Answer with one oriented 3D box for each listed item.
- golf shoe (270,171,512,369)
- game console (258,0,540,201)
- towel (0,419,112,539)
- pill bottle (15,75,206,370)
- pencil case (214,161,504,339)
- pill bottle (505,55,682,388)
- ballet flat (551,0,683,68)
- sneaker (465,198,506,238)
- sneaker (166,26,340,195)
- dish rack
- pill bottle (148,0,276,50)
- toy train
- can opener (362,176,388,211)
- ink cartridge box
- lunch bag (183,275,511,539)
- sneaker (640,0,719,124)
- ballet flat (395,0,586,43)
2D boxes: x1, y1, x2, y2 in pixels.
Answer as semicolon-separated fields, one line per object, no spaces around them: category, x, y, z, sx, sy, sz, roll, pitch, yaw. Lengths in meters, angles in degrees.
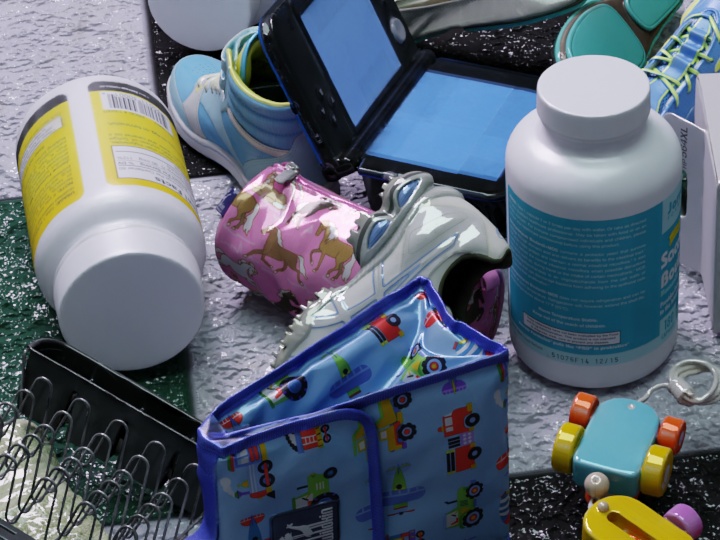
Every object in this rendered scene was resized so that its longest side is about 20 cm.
golf shoe;0.015;0.042;1.642;0.097;0.078;0.200;33;94;24
game console;0.040;-0.143;1.822;0.118;0.171;0.200;-18;19;25
towel;-0.258;0.164;1.598;0.199;0.037;0.148;-19;41;-20
pill bottle;-0.164;-0.032;1.782;0.114;0.115;0.200;-9;38;-7
pencil case;0.000;0.000;1.747;0.200;0.087;0.083;26;59;29
pill bottle;0.146;-0.033;1.686;0.110;0.201;0.111;-2;38;2
ballet flat;0.181;-0.171;1.982;0.067;0.070;0.200;50;42;-7
sneaker;0.105;-0.058;1.835;0.104;0.060;0.200;-2;30;6
sneaker;-0.079;-0.134;1.895;0.079;0.131;0.200;-24;41;-23
dish rack;-0.171;0.125;1.565;0.153;0.055;0.200;28;26;11
pill bottle;-0.095;-0.257;2.071;0.112;0.112;0.200;7;38;14
toy train;0.195;0.143;1.578;0.150;0.056;0.200;-12;41;-12
can opener;0.001;-0.085;1.905;0.067;0.053;0.200;-33;36;14
ink cartridge box;0.296;-0.046;1.750;0.199;0.129;0.125;-3;37;2
lunch bag;-0.018;0.118;1.542;0.200;0.151;0.094;-24;42;-25
sneaker;0.220;-0.123;1.804;0.076;0.200;0.105;38;20;11
ballet flat;0.070;-0.204;1.976;0.199;0.064;0.067;-10;22;30
